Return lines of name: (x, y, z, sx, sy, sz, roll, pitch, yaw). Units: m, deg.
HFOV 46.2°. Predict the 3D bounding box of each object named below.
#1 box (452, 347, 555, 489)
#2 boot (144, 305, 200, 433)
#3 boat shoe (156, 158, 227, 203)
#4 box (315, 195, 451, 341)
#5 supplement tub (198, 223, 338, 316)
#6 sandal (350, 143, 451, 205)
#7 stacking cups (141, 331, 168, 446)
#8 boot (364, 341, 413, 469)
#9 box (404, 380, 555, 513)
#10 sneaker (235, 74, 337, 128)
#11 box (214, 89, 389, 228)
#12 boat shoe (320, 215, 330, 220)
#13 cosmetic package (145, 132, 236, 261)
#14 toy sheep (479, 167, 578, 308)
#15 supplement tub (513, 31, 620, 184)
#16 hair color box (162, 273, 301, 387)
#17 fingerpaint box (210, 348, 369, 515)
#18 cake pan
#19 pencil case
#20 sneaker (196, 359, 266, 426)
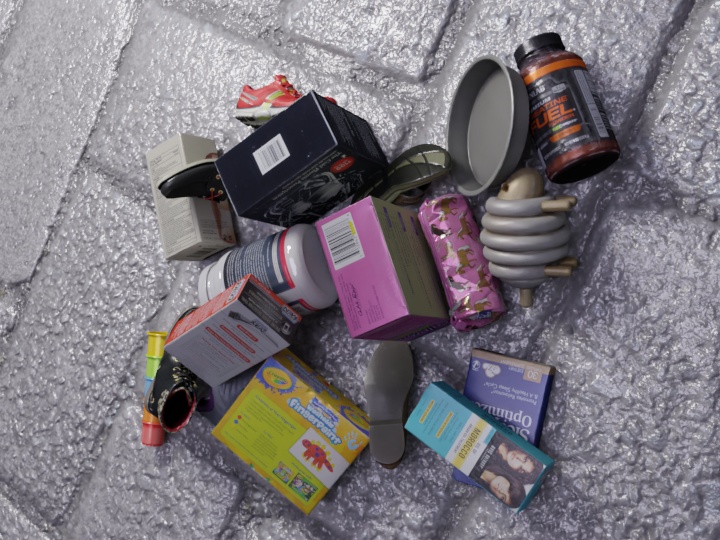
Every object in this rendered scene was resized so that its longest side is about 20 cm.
box: (0.201, 0.223, 1.220, 0.121, 0.032, 0.201, 11, 91, 28)
boot: (-0.293, 0.166, 1.410, 0.204, 0.073, 0.154, -67, 22, -3)
boat shoe: (-0.238, -0.147, 1.403, 0.074, 0.201, 0.063, -36, 73, 52)
box: (0.044, 0.004, 1.228, 0.097, 0.200, 0.176, -24, 75, 24)
supplement tub: (-0.145, 0.018, 1.359, 0.200, 0.140, 0.141, -20, 76, 24)
sandal: (0.067, -0.132, 1.315, 0.201, 0.057, 0.080, -28, 41, 40)
stacking cups: (-0.357, 0.210, 1.496, 0.060, 0.060, 0.201, 3, 87, 28)
boot: (0.045, 0.203, 1.285, 0.073, 0.076, 0.201, 0, 64, 10)
box: (0.165, 0.245, 1.190, 0.200, 0.049, 0.082, 34, 101, 25)
sneaker: (-0.128, -0.289, 1.422, 0.200, 0.077, 0.085, 5, 82, 27)
box: (-0.088, -0.165, 1.326, 0.200, 0.182, 0.104, -32, 72, 22)
boat shoe: (0.000, 0.000, 1.327, 0.069, 0.057, 0.200, -24, 90, 56)
cosmetic package: (-0.297, -0.125, 1.478, 0.103, 0.087, 0.201, -21, 76, 36)
toy sheep: (0.233, -0.044, 1.178, 0.138, 0.138, 0.201, 3, 102, 28)
supplement tub: (0.280, -0.230, 1.183, 0.107, 0.107, 0.200, -24, 74, 23)
hair color box: (-0.199, 0.096, 1.300, 0.200, 0.111, 0.064, -30, 27, 38)
fingerpaint box: (-0.101, 0.248, 1.320, 0.200, 0.073, 0.167, 38, 104, 4)
cake pan: (0.181, -0.206, 1.212, 0.200, 0.037, 0.201, -176, 90, -70)
pencil case: (0.148, -0.013, 1.240, 0.083, 0.086, 0.200, -22, 72, 20)
sneaker: (-0.204, 0.177, 1.396, 0.087, 0.074, 0.200, 33, 102, -6)
